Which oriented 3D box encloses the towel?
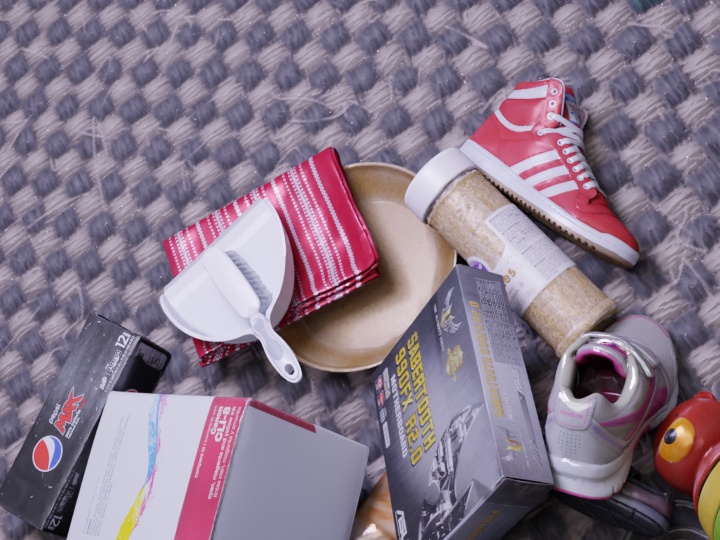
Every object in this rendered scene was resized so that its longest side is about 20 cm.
[{"bbox_3d":[-0.085,-0.015,1.209,0.199,0.022,0.146,-28,61,13],"label":"towel"}]

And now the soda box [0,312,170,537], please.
[{"bbox_3d":[-0.263,0.148,1.244,0.070,0.063,0.201,22,80,29],"label":"soda box"}]

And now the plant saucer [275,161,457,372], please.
[{"bbox_3d":[0.000,0.000,1.198,0.198,0.035,0.202,-9,67,21],"label":"plant saucer"}]

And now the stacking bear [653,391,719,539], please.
[{"bbox_3d":[0.288,0.165,0.942,0.200,0.113,0.122,46,113,50],"label":"stacking bear"}]

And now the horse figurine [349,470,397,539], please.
[{"bbox_3d":[0.000,0.248,1.096,0.199,0.050,0.133,-35,57,11],"label":"horse figurine"}]

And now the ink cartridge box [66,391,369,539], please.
[{"bbox_3d":[-0.122,0.190,1.085,0.199,0.145,0.146,-3,67,46],"label":"ink cartridge box"}]

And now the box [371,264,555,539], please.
[{"bbox_3d":[0.074,0.123,1.037,0.159,0.048,0.201,-55,33,42],"label":"box"}]

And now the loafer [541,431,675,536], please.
[{"bbox_3d":[0.165,0.150,1.044,0.199,0.072,0.063,15,64,39],"label":"loafer"}]

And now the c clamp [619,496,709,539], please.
[{"bbox_3d":[0.253,0.259,0.982,0.198,0.027,0.172,16,60,27],"label":"c clamp"}]

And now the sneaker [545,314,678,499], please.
[{"bbox_3d":[0.198,0.084,1.006,0.081,0.089,0.200,11,34,22],"label":"sneaker"}]

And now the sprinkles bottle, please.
[{"bbox_3d":[0.126,-0.015,1.107,0.068,0.068,0.200,-45,72,2],"label":"sprinkles bottle"}]

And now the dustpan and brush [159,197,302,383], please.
[{"bbox_3d":[-0.096,0.032,1.148,0.139,0.057,0.200,-43,59,5],"label":"dustpan and brush"}]

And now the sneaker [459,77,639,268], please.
[{"bbox_3d":[0.184,-0.092,1.131,0.200,0.071,0.113,39,93,32],"label":"sneaker"}]
